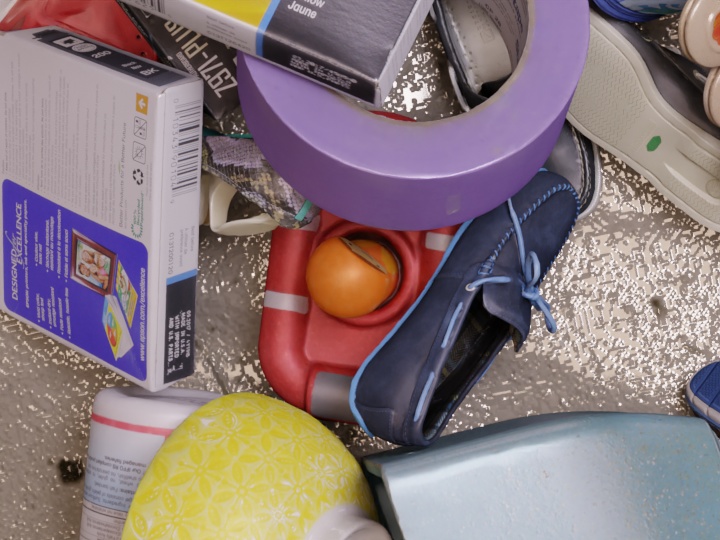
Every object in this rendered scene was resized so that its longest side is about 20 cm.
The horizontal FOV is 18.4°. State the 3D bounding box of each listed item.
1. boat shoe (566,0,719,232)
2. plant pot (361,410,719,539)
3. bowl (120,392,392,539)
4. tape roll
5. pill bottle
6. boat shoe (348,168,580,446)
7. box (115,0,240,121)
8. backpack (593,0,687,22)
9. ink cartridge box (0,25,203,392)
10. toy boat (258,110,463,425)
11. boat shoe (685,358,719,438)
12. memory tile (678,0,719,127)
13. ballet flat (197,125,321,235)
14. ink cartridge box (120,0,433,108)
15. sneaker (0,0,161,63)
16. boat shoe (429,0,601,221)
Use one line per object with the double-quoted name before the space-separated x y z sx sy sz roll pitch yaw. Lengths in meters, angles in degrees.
"boat shoe" 0.178 -0.108 1.368 0.200 0.068 0.072 42 135 -5
"plant pot" 0.129 0.176 1.339 0.200 0.196 0.196 -19 88 -4
"bowl" -0.043 0.181 1.346 0.108 0.200 0.200 9 93 34
"tape roll" 0.028 -0.130 1.276 0.200 0.085 0.200 1 71 -3
"pill bottle" -0.126 0.179 1.417 0.109 0.109 0.200 6 93 9
"boat shoe" 0.079 0.030 1.346 0.069 0.084 0.200 24 77 45
"box" -0.090 -0.221 1.368 0.164 0.086 0.200 -39 106 -3
"backpack" 0.168 -0.250 1.326 0.147 0.183 0.200 -12 93 32
"ink cartridge box" -0.179 -0.048 1.403 0.200 0.043 0.198 23 119 39
"toy boat" 0.000 0.000 1.380 0.130 0.131 0.200 7 93 9
"boat shoe" 0.288 0.118 1.357 0.200 0.072 0.072 24 51 31
"memory tile" 0.265 -0.118 1.308 0.153 0.017 0.200 -41 129 -17
"ballet flat" -0.090 -0.058 1.377 0.200 0.072 0.072 15 95 52
"ink cartridge box" -0.038 -0.215 1.236 0.198 0.047 0.200 22 73 7
"sneaker" -0.149 -0.200 1.442 0.116 0.078 0.200 43 99 -10
"boat shoe" 0.091 -0.121 1.397 0.076 0.060 0.200 -29 87 8
